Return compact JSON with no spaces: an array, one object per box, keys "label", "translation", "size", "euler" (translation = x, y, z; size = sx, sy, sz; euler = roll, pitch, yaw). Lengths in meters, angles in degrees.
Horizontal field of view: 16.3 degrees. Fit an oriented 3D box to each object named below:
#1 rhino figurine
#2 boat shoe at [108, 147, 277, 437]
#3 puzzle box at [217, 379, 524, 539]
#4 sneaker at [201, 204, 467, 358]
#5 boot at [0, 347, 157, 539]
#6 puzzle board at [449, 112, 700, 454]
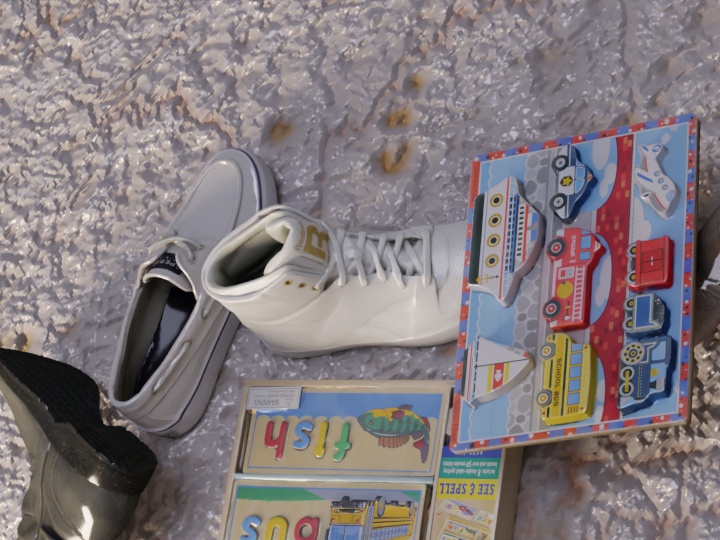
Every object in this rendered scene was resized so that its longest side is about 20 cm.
[{"label":"rhino figurine","translation":[0.170,0.016,1.488],"size":[0.199,0.060,0.088],"euler":[-29,55,16]},{"label":"boat shoe","translation":[-0.116,0.007,1.656],"size":[0.072,0.066,0.201],"euler":[16,80,34]},{"label":"puzzle box","translation":[0.005,0.134,1.558],"size":[0.199,0.025,0.134],"euler":[-2,70,30]},{"label":"sneaker","translation":[0.000,0.000,1.561],"size":[0.199,0.116,0.074],"euler":[-16,61,23]},{"label":"boot","translation":[-0.210,0.142,1.655],"size":[0.200,0.067,0.131],"euler":[41,114,51]},{"label":"puzzle board","translation":[0.125,0.006,1.473],"size":[0.150,0.017,0.201],"euler":[-10,58,27]}]
